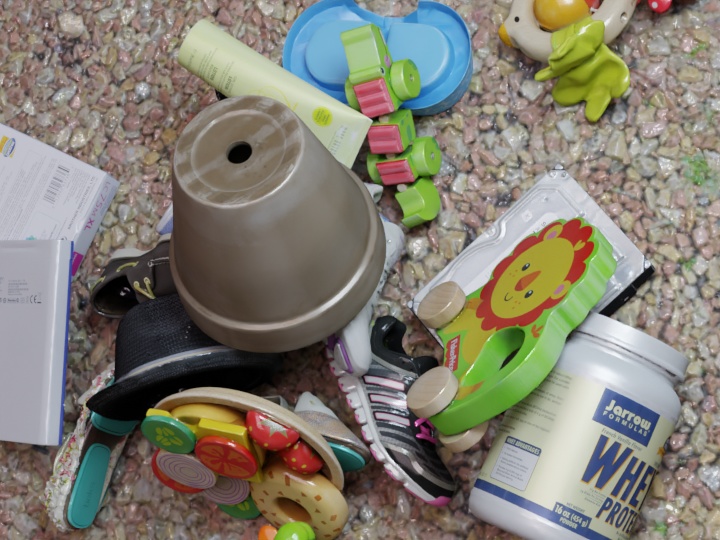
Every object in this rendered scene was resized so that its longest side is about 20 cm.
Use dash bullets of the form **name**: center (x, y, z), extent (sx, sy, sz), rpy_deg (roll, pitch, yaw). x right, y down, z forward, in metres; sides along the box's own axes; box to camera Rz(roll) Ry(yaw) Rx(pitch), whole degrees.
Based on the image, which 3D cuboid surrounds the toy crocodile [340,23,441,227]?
- **toy crocodile**: center (0.027, -0.138, 1.692), extent (0.067, 0.062, 0.202), rpy_deg (-7, 113, 27)

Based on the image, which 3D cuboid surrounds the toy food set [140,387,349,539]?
- **toy food set**: center (-0.110, 0.177, 1.632), extent (0.196, 0.201, 0.049), rpy_deg (9, 55, 19)

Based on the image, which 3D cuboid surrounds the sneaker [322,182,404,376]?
- **sneaker**: center (0.000, 0.000, 1.654), extent (0.098, 0.075, 0.202), rpy_deg (-4, 66, -11)

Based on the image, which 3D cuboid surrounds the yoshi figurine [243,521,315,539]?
- **yoshi figurine**: center (-0.084, 0.331, 1.618), extent (0.111, 0.112, 0.201), rpy_deg (29, 95, -20)

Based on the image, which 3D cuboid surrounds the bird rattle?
- **bird rattle**: center (0.216, -0.257, 1.681), extent (0.162, 0.113, 0.201), rpy_deg (24, 81, 40)

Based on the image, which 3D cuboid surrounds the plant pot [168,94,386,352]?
- **plant pot**: center (-0.089, -0.056, 1.554), extent (0.198, 0.174, 0.202), rpy_deg (-6, 57, 9)

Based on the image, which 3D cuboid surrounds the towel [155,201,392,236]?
- **towel**: center (-0.084, -0.043, 1.721), extent (0.199, 0.024, 0.148), rpy_deg (35, 90, -4)

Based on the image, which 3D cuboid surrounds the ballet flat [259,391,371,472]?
- **ballet flat**: center (-0.071, 0.149, 1.677), extent (0.198, 0.068, 0.068), rpy_deg (-1, 54, 31)

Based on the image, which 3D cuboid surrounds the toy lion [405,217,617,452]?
- **toy lion**: center (0.138, 0.042, 1.542), extent (0.191, 0.069, 0.201), rpy_deg (-31, 26, 26)

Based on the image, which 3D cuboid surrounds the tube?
- **tube**: center (-0.083, -0.169, 1.698), extent (0.199, 0.058, 0.052), rpy_deg (34, 82, 6)

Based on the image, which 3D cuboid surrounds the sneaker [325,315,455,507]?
- **sneaker**: center (0.043, 0.123, 1.649), extent (0.087, 0.074, 0.201), rpy_deg (-37, 62, 14)

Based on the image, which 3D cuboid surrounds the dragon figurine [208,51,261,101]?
- **dragon figurine**: center (-0.135, -0.118, 1.766), extent (0.058, 0.099, 0.202), rpy_deg (12, 80, 23)

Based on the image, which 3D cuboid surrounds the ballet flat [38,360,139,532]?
- **ballet flat**: center (-0.266, 0.160, 1.757), extent (0.064, 0.075, 0.202), rpy_deg (17, 77, 43)

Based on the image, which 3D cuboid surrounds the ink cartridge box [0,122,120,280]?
- **ink cartridge box**: center (-0.362, -0.081, 1.872), extent (0.199, 0.042, 0.120), rpy_deg (25, 86, 21)

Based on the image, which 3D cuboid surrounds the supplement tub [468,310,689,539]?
- **supplement tub**: center (0.194, 0.148, 1.548), extent (0.144, 0.145, 0.202), rpy_deg (22, 84, 24)

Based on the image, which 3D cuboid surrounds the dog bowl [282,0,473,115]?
- **dog bowl**: center (0.021, -0.209, 1.762), extent (0.198, 0.050, 0.113), rpy_deg (6, 78, 21)

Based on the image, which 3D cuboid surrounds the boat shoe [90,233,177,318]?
- **boat shoe**: center (-0.198, 0.012, 1.726), extent (0.200, 0.072, 0.061), rpy_deg (-12, 39, 55)

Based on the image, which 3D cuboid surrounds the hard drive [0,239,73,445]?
- **hard drive**: center (-0.342, 0.071, 1.787), extent (0.131, 0.025, 0.203), rpy_deg (0, 86, 44)

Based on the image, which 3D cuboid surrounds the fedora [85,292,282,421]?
- **fedora**: center (-0.173, 0.075, 1.676), extent (0.199, 0.200, 0.093), rpy_deg (-18, 75, 14)

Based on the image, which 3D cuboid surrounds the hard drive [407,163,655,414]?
- **hard drive**: center (0.159, 0.017, 1.657), extent (0.200, 0.038, 0.140), rpy_deg (-41, 66, 4)
